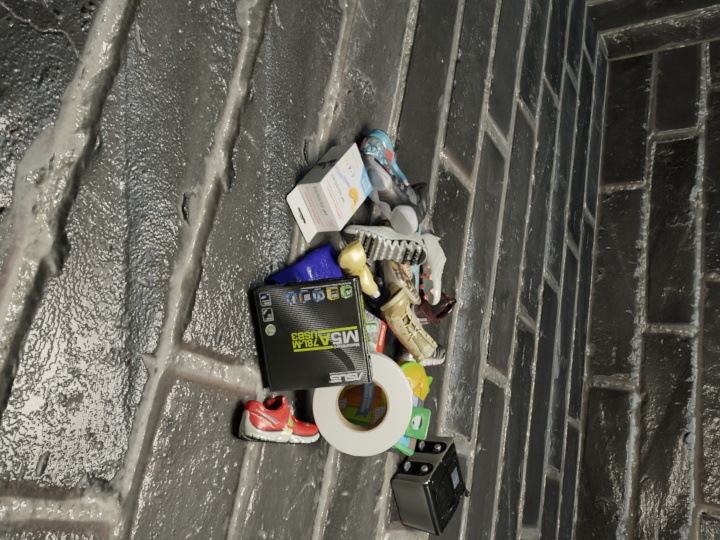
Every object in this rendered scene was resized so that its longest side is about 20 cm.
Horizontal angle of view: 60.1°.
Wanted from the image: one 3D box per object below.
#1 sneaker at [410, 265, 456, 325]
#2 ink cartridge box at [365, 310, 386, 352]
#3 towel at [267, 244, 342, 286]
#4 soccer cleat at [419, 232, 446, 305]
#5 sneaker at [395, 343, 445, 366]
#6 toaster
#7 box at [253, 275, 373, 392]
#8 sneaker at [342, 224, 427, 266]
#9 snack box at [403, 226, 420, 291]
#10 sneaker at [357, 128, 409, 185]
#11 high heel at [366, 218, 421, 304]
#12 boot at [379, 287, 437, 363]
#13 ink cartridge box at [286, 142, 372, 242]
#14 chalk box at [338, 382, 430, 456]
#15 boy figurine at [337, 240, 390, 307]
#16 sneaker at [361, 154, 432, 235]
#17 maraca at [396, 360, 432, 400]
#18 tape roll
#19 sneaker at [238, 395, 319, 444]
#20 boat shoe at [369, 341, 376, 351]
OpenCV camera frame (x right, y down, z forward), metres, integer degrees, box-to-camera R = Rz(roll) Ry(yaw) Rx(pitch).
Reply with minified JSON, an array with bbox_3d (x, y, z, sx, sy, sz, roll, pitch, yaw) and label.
[{"bbox_3d":[0.207,0.055,1.641,0.076,0.114,0.204,40,58,-47],"label":"sneaker"},{"bbox_3d":[0.015,0.161,1.411,0.199,0.050,0.111,36,61,-48],"label":"ink cartridge box"},{"bbox_3d":[-0.097,0.047,1.251,0.199,0.049,0.151,-36,119,-50],"label":"towel"},{"bbox_3d":[0.191,-0.008,1.606,0.076,0.069,0.204,4,61,-21],"label":"soccer cleat"},{"bbox_3d":[0.162,0.196,1.607,0.198,0.073,0.090,1,94,-51],"label":"sneaker"},{"bbox_3d":[0.182,0.550,1.591,0.180,0.117,0.204,-40,121,-48],"label":"toaster"},{"bbox_3d":[-0.085,0.117,1.142,0.048,0.195,0.198,-47,131,-79],"label":"box"},{"bbox_3d":[0.053,-0.068,1.404,0.196,0.076,0.082,13,45,-14],"label":"sneaker"},{"bbox_3d":[0.108,-0.043,1.565,0.115,0.036,0.205,7,84,-55],"label":"snack box"},{"bbox_3d":[0.044,-0.221,1.460,0.095,0.078,0.203,-41,117,-31],"label":"sneaker"},{"bbox_3d":[0.096,-0.023,1.483,0.199,0.071,0.144,40,59,-22],"label":"high heel"},{"bbox_3d":[0.112,0.129,1.411,0.072,0.156,0.200,-36,168,-13],"label":"boot"},{"bbox_3d":[-0.060,-0.162,1.293,0.201,0.067,0.117,-55,132,-40],"label":"ink cartridge box"},{"bbox_3d":[0.053,0.314,1.334,0.124,0.197,0.127,41,57,-47],"label":"chalk box"},{"bbox_3d":[0.000,0.000,1.348,0.064,0.125,0.201,-33,143,-1],"label":"boy figurine"},{"bbox_3d":[0.084,-0.183,1.397,0.113,0.075,0.202,-34,90,-38],"label":"sneaker"},{"bbox_3d":[0.114,0.288,1.505,0.138,0.107,0.200,-52,143,-1],"label":"maraca"},{"bbox_3d":[0.004,0.258,1.218,0.037,0.198,0.208,-82,168,-86],"label":"tape roll"},{"bbox_3d":[-0.142,0.278,1.160,0.199,0.076,0.087,25,64,-53],"label":"sneaker"},{"bbox_3d":[-0.030,0.142,1.259,0.201,0.071,0.061,41,12,-51],"label":"boat shoe"}]
